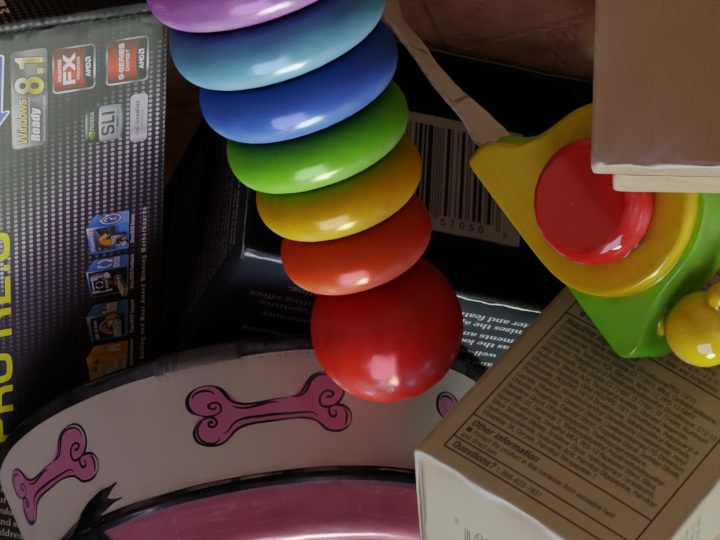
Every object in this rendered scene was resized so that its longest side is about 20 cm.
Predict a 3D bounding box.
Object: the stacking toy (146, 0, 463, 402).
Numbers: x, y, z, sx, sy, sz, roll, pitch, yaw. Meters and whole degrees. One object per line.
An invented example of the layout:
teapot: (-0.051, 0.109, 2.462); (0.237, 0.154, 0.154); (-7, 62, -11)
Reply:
stacking toy: (-0.011, -0.043, 0.843); (0.085, 0.085, 0.200); (-9, 116, 25)

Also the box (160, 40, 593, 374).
box: (0.000, 0.000, 1.011); (0.148, 0.107, 0.200); (11, 153, -15)

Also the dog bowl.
dog bowl: (-0.039, 0.099, 0.969); (0.200, 0.074, 0.200); (-8, 155, -4)

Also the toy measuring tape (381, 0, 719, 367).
toy measuring tape: (0.072, -0.052, 0.846); (0.074, 0.200, 0.074); (-28, 155, -15)

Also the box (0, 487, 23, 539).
box: (-0.193, 0.173, 1.290); (0.104, 0.200, 0.148); (12, 152, -15)

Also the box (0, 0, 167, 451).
box: (-0.154, -0.014, 0.919); (0.160, 0.044, 0.200); (-11, 129, -21)

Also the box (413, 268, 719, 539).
box: (0.115, 0.040, 0.879); (0.095, 0.200, 0.078); (32, 149, 26)

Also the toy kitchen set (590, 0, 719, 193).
toy kitchen set: (0.122, -0.064, 0.798); (0.200, 0.163, 0.180); (1, 154, 6)
